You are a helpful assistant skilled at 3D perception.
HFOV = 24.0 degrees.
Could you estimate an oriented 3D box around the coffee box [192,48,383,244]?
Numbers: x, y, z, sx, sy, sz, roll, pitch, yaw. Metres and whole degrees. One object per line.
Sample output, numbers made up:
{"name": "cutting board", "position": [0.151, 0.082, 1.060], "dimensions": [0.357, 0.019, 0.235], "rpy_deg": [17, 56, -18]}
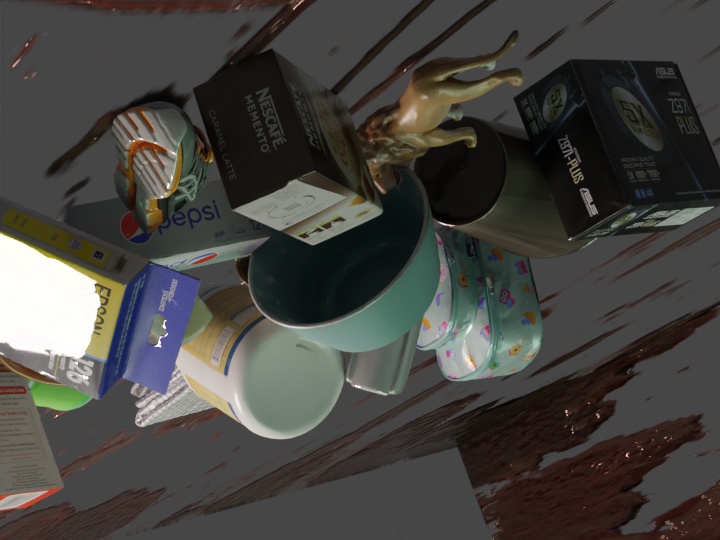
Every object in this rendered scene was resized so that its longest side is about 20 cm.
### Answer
{"name": "coffee box", "position": [-0.058, -0.101, 1.454], "dimensions": [0.079, 0.115, 0.200], "rpy_deg": [-23, 167, 13]}

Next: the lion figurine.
{"name": "lion figurine", "position": [0.063, -0.154, 1.566], "dimensions": [0.121, 0.073, 0.201], "rpy_deg": [-6, 148, -25]}

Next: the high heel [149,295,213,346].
{"name": "high heel", "position": [-0.249, 0.041, 1.667], "dimensions": [0.141, 0.072, 0.199], "rpy_deg": [-2, 176, 34]}

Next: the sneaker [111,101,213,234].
{"name": "sneaker", "position": [-0.160, -0.098, 1.423], "dimensions": [0.077, 0.079, 0.200], "rpy_deg": [-30, 174, -18]}

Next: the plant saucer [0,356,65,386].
{"name": "plant saucer", "position": [-0.278, 0.039, 1.703], "dimensions": [0.198, 0.038, 0.201], "rpy_deg": [-12, 139, -10]}

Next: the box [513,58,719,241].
{"name": "box", "position": [0.275, -0.127, 1.755], "dimensions": [0.199, 0.165, 0.086], "rpy_deg": [-5, 160, -47]}

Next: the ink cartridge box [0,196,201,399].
{"name": "ink cartridge box", "position": [-0.256, 0.037, 1.508], "dimensions": [0.198, 0.198, 0.047], "rpy_deg": [114, 2, -52]}

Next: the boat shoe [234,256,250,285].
{"name": "boat shoe", "position": [-0.089, 0.012, 1.840], "dimensions": [0.064, 0.073, 0.200], "rpy_deg": [-5, -165, -18]}

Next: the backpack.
{"name": "backpack", "position": [0.140, 0.038, 2.132], "dimensions": [0.152, 0.202, 0.176], "rpy_deg": [-12, 166, -31]}

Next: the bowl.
{"name": "bowl", "position": [0.000, 0.000, 1.656], "dimensions": [0.199, 0.202, 0.105], "rpy_deg": [-25, 134, 17]}

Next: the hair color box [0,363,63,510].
{"name": "hair color box", "position": [-0.390, 0.145, 1.738], "dimensions": [0.064, 0.202, 0.111], "rpy_deg": [-27, 166, 24]}

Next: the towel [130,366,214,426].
{"name": "towel", "position": [-0.196, 0.118, 2.206], "dimensions": [0.164, 0.086, 0.200], "rpy_deg": [-11, 162, -41]}

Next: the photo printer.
{"name": "photo printer", "position": [0.040, 0.039, 1.942], "dimensions": [0.069, 0.202, 0.166], "rpy_deg": [14, 178, 5]}

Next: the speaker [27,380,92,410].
{"name": "speaker", "position": [-0.365, 0.112, 1.908], "dimensions": [0.088, 0.089, 0.200], "rpy_deg": [-23, 167, 12]}

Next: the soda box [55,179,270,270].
{"name": "soda box", "position": [-0.191, -0.036, 1.611], "dimensions": [0.198, 0.069, 0.063], "rpy_deg": [-13, 168, -31]}

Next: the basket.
{"name": "basket", "position": [0.153, -0.091, 1.788], "dimensions": [0.179, 0.138, 0.199], "rpy_deg": [-2, 174, 32]}

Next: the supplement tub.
{"name": "supplement tub", "position": [-0.123, 0.097, 1.935], "dimensions": [0.143, 0.146, 0.199], "rpy_deg": [-13, -160, -28]}
